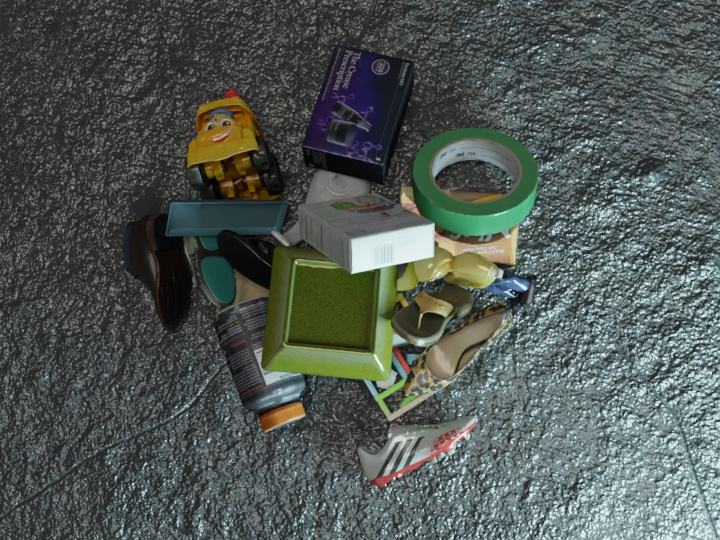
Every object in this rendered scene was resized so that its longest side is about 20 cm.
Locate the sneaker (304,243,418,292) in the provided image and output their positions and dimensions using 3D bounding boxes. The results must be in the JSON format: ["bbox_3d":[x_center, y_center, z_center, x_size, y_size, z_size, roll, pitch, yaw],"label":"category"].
[{"bbox_3d":[0.000,0.000,1.455,0.199,0.082,0.074,12,87,6],"label":"sneaker"}]

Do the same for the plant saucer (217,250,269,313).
[{"bbox_3d":[-0.137,0.067,1.484,0.199,0.035,0.201,-1,82,7],"label":"plant saucer"}]

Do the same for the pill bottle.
[{"bbox_3d":[-0.154,0.150,1.403,0.106,0.106,0.201,-22,80,3],"label":"pill bottle"}]

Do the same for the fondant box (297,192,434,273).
[{"bbox_3d":[0.006,-0.063,1.387,0.144,0.200,0.058,-11,114,-24],"label":"fondant box"}]

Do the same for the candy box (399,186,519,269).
[{"bbox_3d":[0.160,-0.070,1.462,0.199,0.055,0.116,5,82,6],"label":"candy box"}]

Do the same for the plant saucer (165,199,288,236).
[{"bbox_3d":[-0.220,-0.089,1.461,0.199,0.070,0.019,-2,43,-26],"label":"plant saucer"}]

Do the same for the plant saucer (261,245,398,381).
[{"bbox_3d":[-0.044,0.059,1.357,0.199,0.048,0.201,6,74,-3],"label":"plant saucer"}]

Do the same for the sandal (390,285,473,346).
[{"bbox_3d":[0.116,0.057,1.388,0.080,0.200,0.054,29,125,26],"label":"sandal"}]

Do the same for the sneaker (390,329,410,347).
[{"bbox_3d":[0.016,0.080,1.425,0.199,0.075,0.089,-5,70,-1],"label":"sneaker"}]

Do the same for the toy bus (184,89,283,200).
[{"bbox_3d":[-0.213,-0.216,1.458,0.135,0.200,0.193,-11,73,3],"label":"toy bus"}]

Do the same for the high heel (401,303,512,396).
[{"bbox_3d":[0.146,0.123,1.374,0.200,0.143,0.071,-37,81,-13],"label":"high heel"}]

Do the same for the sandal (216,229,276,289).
[{"bbox_3d":[-0.145,-0.007,1.451,0.200,0.075,0.048,32,48,5],"label":"sandal"}]

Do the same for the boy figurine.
[{"bbox_3d":[0.179,0.009,1.398,0.199,0.124,0.065,15,78,-19],"label":"boy figurine"}]

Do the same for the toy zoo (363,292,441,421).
[{"bbox_3d":[0.049,0.129,1.463,0.131,0.020,0.200,-32,80,1],"label":"toy zoo"}]

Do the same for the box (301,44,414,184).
[{"bbox_3d":[-0.001,-0.261,1.479,0.141,0.079,0.201,14,72,5],"label":"box"}]

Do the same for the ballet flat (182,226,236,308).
[{"bbox_3d":[-0.258,-0.013,1.482,0.074,0.074,0.201,-19,62,3],"label":"ballet flat"}]

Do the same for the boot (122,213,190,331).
[{"bbox_3d":[-0.348,0.003,1.512,0.097,0.075,0.201,2,100,41],"label":"boot"}]

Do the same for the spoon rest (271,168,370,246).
[{"bbox_3d":[-0.068,-0.111,1.500,0.099,0.061,0.200,43,75,9],"label":"spoon rest"}]

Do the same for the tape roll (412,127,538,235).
[{"bbox_3d":[0.183,-0.146,1.427,0.199,0.048,0.201,-2,51,2],"label":"tape roll"}]

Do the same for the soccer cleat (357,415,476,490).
[{"bbox_3d":[0.089,0.272,1.416,0.200,0.069,0.085,-31,84,6],"label":"soccer cleat"}]
